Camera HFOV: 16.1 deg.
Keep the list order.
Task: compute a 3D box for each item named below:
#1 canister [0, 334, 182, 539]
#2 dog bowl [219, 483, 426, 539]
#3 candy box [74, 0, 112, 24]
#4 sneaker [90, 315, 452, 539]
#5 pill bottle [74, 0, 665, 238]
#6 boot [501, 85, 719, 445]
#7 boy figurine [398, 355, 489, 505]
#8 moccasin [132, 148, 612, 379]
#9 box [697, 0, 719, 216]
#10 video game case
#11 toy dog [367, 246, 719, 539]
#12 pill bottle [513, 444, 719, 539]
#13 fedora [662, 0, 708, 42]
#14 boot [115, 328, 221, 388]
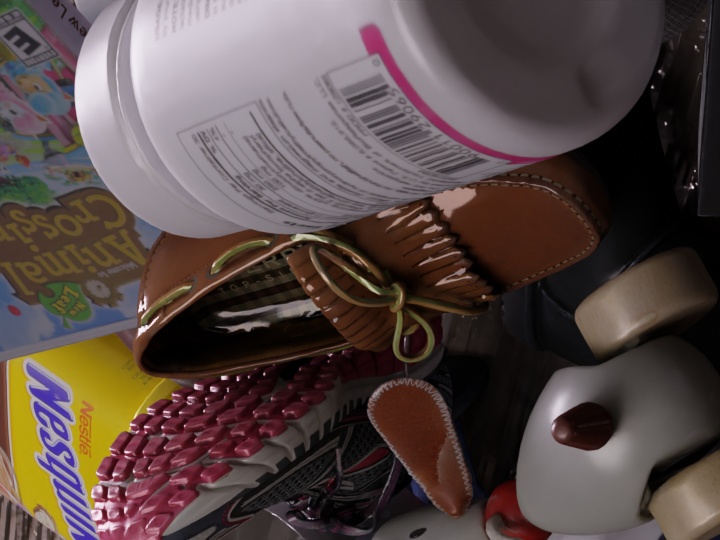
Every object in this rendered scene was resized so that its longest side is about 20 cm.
[{"bbox_3d":[-0.136,0.069,1.264,0.199,0.086,0.149,30,137,31],"label":"canister"},{"bbox_3d":[0.017,0.175,1.078,0.200,0.058,0.201,47,153,33],"label":"dog bowl"},{"bbox_3d":[-0.048,-0.160,1.004,0.199,0.061,0.137,9,126,44],"label":"candy box"},{"bbox_3d":[-0.021,0.071,0.975,0.080,0.200,0.075,-4,105,38],"label":"sneaker"},{"bbox_3d":[-0.005,-0.075,0.838,0.199,0.113,0.114,-16,106,52],"label":"pill bottle"},{"bbox_3d":[0.144,0.002,0.916,0.199,0.066,0.166,31,144,32],"label":"boot"},{"bbox_3d":[0.047,0.136,1.131,0.124,0.064,0.201,9,125,47],"label":"boy figurine"},{"bbox_3d":[-0.001,-0.001,0.925,0.200,0.078,0.074,-10,132,29],"label":"moccasin"},{"bbox_3d":[0.181,-0.105,0.741,0.156,0.050,0.201,4,128,5],"label":"box"},{"bbox_3d":[-0.150,-0.038,1.030,0.199,0.022,0.182,-14,130,39],"label":"video game case"},{"bbox_3d":[0.060,0.080,0.899,0.132,0.096,0.201,48,125,29],"label":"toy dog"},{"bbox_3d":[0.151,0.137,0.973,0.200,0.116,0.116,35,140,24],"label":"pill bottle"},{"bbox_3d":[0.056,-0.171,0.856,0.200,0.090,0.177,42,145,2],"label":"fedora"},{"bbox_3d":[-0.137,-0.016,1.131,0.200,0.186,0.064,49,119,12],"label":"boot"}]
